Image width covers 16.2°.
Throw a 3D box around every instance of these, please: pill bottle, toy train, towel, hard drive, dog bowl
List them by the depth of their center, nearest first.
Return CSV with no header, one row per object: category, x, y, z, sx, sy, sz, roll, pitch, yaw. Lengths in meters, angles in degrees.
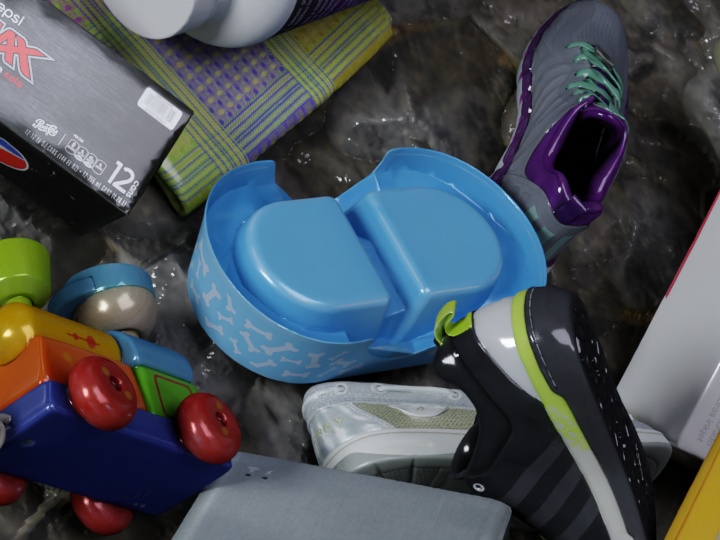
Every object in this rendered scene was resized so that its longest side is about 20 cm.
hard drive,-0.019,0.145,1.093,0.139,0.033,0.200,10,23,9
toy train,-0.147,0.035,1.098,0.200,0.085,0.116,24,40,-49
dog bowl,0.000,0.000,1.258,0.200,0.050,0.112,-7,57,-39
pill bottle,-0.037,-0.179,1.267,0.200,0.112,0.113,-26,83,-42
towel,-0.076,-0.130,1.303,0.144,0.023,0.200,48,49,-6

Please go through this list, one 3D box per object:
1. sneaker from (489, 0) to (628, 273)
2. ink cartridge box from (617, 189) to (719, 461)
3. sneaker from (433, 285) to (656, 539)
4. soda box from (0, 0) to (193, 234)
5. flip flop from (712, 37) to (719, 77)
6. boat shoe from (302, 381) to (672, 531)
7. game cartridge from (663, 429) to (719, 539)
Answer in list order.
sneaker,0.127,-0.082,1.382,0.074,0.088,0.200,34,51,-18
ink cartridge box,0.259,0.057,1.362,0.200,0.084,0.145,26,94,-26
sneaker,0.086,0.088,1.196,0.072,0.083,0.200,-80,153,-57
soda box,-0.180,-0.102,1.171,0.200,0.071,0.063,37,70,-15
flip flop,0.218,-0.034,1.438,0.081,0.057,0.200,-11,89,-77
boat shoe,0.066,0.086,1.262,0.202,0.074,0.065,0,49,-29
game cartridge,0.154,0.196,1.218,0.032,0.177,0.200,16,44,24
